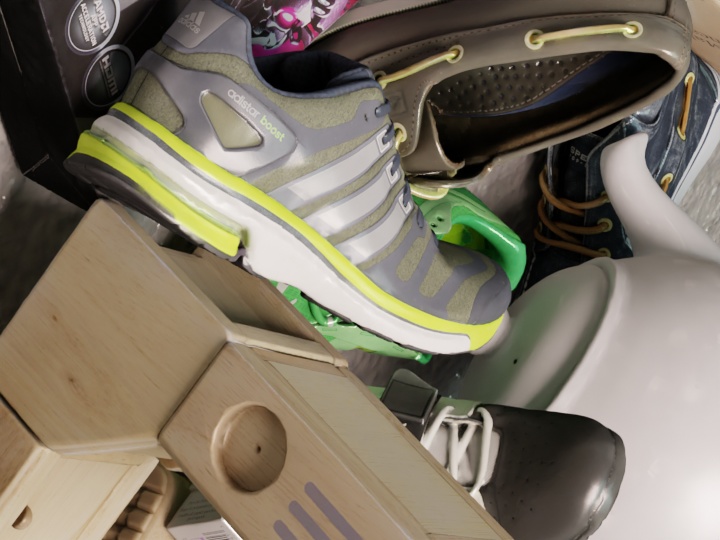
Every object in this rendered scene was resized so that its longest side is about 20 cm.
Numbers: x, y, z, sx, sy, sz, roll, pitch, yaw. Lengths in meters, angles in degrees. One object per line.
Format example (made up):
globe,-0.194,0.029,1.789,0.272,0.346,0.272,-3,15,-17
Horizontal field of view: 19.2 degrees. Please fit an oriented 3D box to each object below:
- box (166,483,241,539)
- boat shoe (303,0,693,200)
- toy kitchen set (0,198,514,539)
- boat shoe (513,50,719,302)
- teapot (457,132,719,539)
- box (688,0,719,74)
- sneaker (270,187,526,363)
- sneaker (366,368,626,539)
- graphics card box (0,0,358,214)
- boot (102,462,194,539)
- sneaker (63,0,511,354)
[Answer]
box,-0.001,0.159,0.883,0.200,0.041,0.039,51,52,-20
boat shoe,0.031,-0.065,0.804,0.072,0.201,0.061,46,30,-43
toy kitchen set,-0.098,0.103,0.703,0.200,0.180,0.163,-53,151,13
boat shoe,0.112,-0.030,1.062,0.091,0.071,0.201,32,81,-55
teapot,0.107,0.069,0.966,0.198,0.146,0.200,-51,-167,22
box,0.179,-0.152,1.037,0.078,0.095,0.200,-62,148,0
sneaker,0.000,0.000,0.893,0.200,0.083,0.074,-23,131,-47
sneaker,0.010,0.081,0.873,0.089,0.199,0.074,44,49,-40
graphics card box,-0.051,-0.127,0.753,0.200,0.051,0.126,-43,145,-28
boot,-0.104,0.192,0.894,0.200,0.072,0.167,-54,146,-21
sneaker,-0.007,-0.029,0.745,0.200,0.074,0.081,26,93,-46
